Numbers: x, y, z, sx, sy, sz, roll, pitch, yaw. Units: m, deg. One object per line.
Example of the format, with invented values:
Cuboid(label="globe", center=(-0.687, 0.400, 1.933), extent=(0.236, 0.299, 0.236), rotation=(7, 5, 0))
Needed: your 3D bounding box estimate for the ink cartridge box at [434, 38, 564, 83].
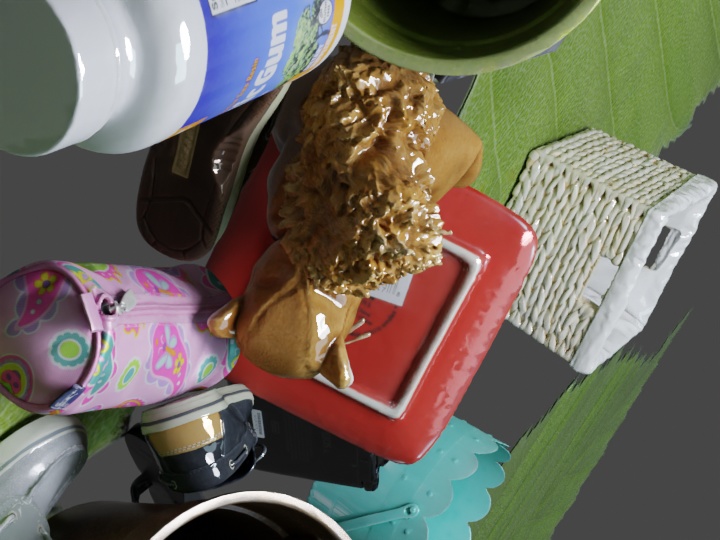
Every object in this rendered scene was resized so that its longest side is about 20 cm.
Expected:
Cuboid(label="ink cartridge box", center=(0.158, -0.235, 1.243), extent=(0.199, 0.047, 0.198), rotation=(-20, 154, -41))

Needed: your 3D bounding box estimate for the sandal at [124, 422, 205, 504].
Cuboid(label="sandal", center=(-0.143, 0.179, 1.215), extent=(0.045, 0.075, 0.200), rotation=(-49, 152, -22))

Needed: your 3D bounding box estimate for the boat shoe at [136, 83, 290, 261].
Cuboid(label="boat shoe", center=(-0.077, -0.105, 0.947), extent=(0.203, 0.074, 0.075), rotation=(-63, 176, 32))

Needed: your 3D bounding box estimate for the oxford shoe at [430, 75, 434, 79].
Cuboid(label="oxford shoe", center=(0.059, -0.206, 1.145), extent=(0.075, 0.058, 0.201), rotation=(-11, 128, -63))

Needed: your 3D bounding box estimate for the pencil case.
Cuboid(label="pencil case", center=(-0.140, 0.036, 0.963), extent=(0.088, 0.087, 0.200), rotation=(-61, 162, 8))

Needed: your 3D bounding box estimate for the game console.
Cuboid(label="game console", center=(-0.008, 0.083, 1.324), extent=(0.200, 0.175, 0.117), rotation=(89, 12, -58))

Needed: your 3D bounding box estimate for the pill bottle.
Cuboid(label="pill bottle", center=(-0.099, -0.120, 0.778), extent=(0.200, 0.112, 0.113), rotation=(-34, 150, -52))

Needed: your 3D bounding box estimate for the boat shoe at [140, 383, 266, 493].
Cuboid(label="boat shoe", center=(-0.102, 0.111, 1.074), extent=(0.074, 0.063, 0.200), rotation=(-19, 178, -1))

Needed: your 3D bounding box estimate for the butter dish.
Cuboid(label="butter dish", center=(0.000, 0.000, 1.174), extent=(0.200, 0.199, 0.148), rotation=(-62, -176, 15))

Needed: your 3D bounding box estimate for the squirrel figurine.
Cuboid(label="squirrel figurine", center=(-0.018, -0.029, 0.982), extent=(0.187, 0.141, 0.200), rotation=(-63, -179, -11))

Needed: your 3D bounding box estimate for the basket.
Cuboid(label="basket", center=(0.246, -0.030, 1.749), extent=(0.200, 0.160, 0.199), rotation=(-24, 142, -59))

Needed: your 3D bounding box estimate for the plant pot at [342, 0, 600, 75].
Cuboid(label="plant pot", center=(0.068, -0.215, 0.985), extent=(0.201, 0.199, 0.190), rotation=(-61, 173, 10))

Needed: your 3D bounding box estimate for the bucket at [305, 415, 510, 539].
Cuboid(label="bucket", center=(0.044, 0.225, 1.667), extent=(0.207, 0.134, 0.208), rotation=(-49, 159, -27))

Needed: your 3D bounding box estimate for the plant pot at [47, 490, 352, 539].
Cuboid(label="plant pot", center=(-0.121, 0.228, 1.030), extent=(0.199, 0.198, 0.202), rotation=(0, 90, -35))

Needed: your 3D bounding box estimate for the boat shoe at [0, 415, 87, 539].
Cuboid(label="boat shoe", center=(-0.221, 0.171, 0.987), extent=(0.201, 0.071, 0.070), rotation=(-47, 159, -31))
